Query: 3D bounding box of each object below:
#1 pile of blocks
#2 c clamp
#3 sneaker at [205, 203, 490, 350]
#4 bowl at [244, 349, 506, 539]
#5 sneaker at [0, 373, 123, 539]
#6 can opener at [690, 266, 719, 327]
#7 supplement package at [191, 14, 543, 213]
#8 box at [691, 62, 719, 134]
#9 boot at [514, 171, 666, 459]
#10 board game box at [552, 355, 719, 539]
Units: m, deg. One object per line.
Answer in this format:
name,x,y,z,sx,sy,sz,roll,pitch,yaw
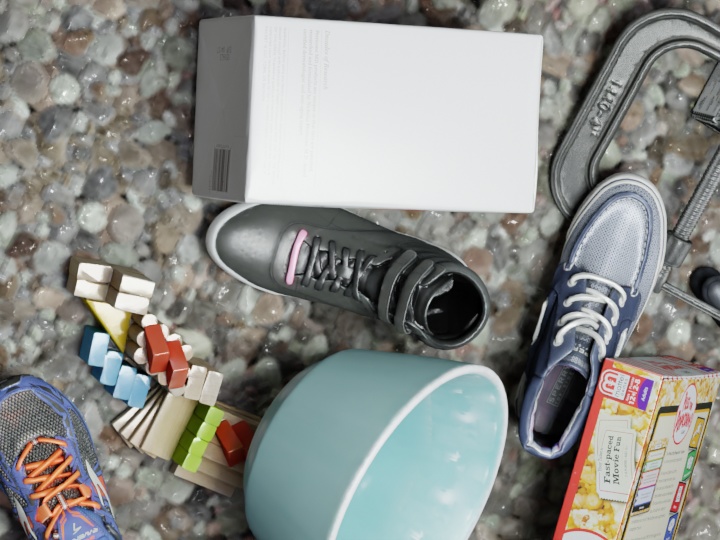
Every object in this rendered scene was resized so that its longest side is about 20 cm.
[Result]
pile of blocks,-0.131,0.078,1.636,0.082,0.062,0.200,-42,111,-9
c clamp,0.226,-0.078,1.733,0.171,0.027,0.200,21,107,-1
sneaker,0.000,0.000,1.651,0.200,0.099,0.071,14,97,-22
bowl,-0.003,0.133,1.640,0.201,0.105,0.201,-41,146,-36
sneaker,-0.190,0.158,1.621,0.075,0.078,0.200,-28,109,-15
can opener,0.308,0.076,1.803,0.079,0.063,0.200,-41,112,-8
supplement package,0.004,-0.101,1.614,0.200,0.121,0.120,1,93,-20
box,0.365,-0.151,1.788,0.193,0.048,0.200,29,90,-20
boot,0.161,0.033,1.705,0.073,0.090,0.200,18,102,1
board game box,0.188,0.161,1.735,0.151,0.046,0.200,5,102,-66
